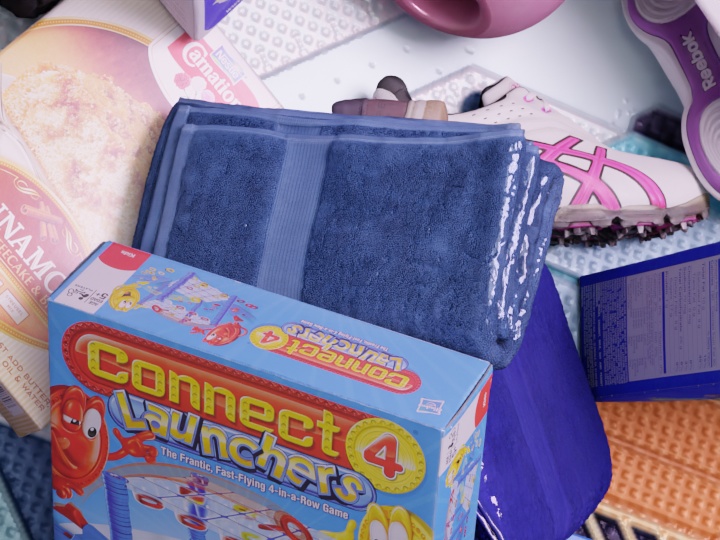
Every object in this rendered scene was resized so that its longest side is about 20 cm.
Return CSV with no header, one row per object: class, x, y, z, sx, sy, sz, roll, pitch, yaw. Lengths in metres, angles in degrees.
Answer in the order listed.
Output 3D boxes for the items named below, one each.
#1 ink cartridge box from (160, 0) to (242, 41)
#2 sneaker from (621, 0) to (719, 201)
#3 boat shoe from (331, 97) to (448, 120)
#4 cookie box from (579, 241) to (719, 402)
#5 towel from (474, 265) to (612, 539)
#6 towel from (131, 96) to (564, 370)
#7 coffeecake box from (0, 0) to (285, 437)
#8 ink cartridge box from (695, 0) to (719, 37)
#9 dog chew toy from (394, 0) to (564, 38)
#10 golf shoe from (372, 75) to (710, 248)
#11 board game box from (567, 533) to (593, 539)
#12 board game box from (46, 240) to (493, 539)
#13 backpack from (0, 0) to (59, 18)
ink cartridge box,-0.019,-0.216,1.040,0.043,0.200,0.198,43,76,6
sneaker,0.202,-0.120,1.259,0.099,0.074,0.202,17,57,-58
boat shoe,0.000,0.000,1.141,0.064,0.072,0.201,14,124,5
cookie box,0.228,0.026,1.174,0.170,0.200,0.076,-1,85,-18
towel,0.066,0.074,1.139,0.049,0.200,0.149,-17,93,23
towel,-0.012,-0.018,1.042,0.199,0.049,0.113,7,77,26
coffeecake box,-0.139,-0.041,1.129,0.200,0.073,0.154,-42,97,-18
ink cartridge box,0.247,-0.178,1.139,0.176,0.045,0.201,-34,99,11
dog chew toy,0.083,-0.222,1.201,0.124,0.124,0.201,34,67,-12
golf shoe,0.097,-0.059,1.208,0.198,0.073,0.093,3,82,-17
board game box,0.026,0.189,1.174,0.199,0.045,0.153,19,79,-14
board game box,-0.046,0.107,1.046,0.199,0.197,0.056,17,36,19
backpack,-0.220,-0.202,1.081,0.199,0.167,0.127,25,82,-8
